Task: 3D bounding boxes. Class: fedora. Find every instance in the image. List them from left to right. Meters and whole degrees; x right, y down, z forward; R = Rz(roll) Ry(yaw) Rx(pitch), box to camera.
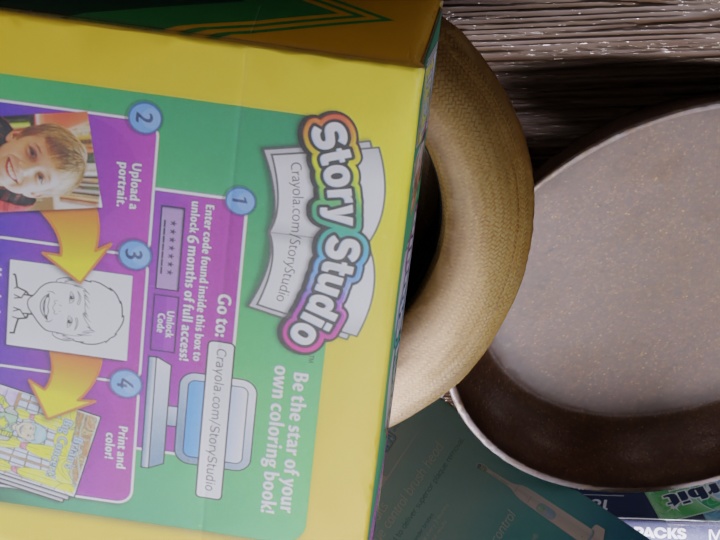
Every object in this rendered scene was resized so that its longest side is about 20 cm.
[{"bbox_3d":[-0.036,-0.032,0.982,0.200,0.201,0.082,2,-150,7],"label":"fedora"}]

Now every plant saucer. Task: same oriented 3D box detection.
[{"bbox_3d":[0.125,0.004,1.096,0.200,0.035,0.200,-9,134,-9],"label":"plant saucer"}]

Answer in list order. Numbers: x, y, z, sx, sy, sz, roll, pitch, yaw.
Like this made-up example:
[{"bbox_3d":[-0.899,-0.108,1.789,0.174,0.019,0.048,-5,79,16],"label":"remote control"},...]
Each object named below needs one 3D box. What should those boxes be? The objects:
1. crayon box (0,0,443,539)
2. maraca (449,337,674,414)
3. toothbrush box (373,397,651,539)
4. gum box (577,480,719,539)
[{"bbox_3d":[-0.071,0.001,0.923,0.172,0.200,0.058,8,-151,2],"label":"crayon box"},{"bbox_3d":[0.116,0.008,1.208,0.200,0.107,0.137,-16,177,-22],"label":"maraca"},{"bbox_3d":[0.016,0.110,1.199,0.200,0.085,0.146,35,163,1],"label":"toothbrush box"},{"bbox_3d":[0.180,0.079,1.407,0.170,0.045,0.200,1,-148,12],"label":"gum box"}]
